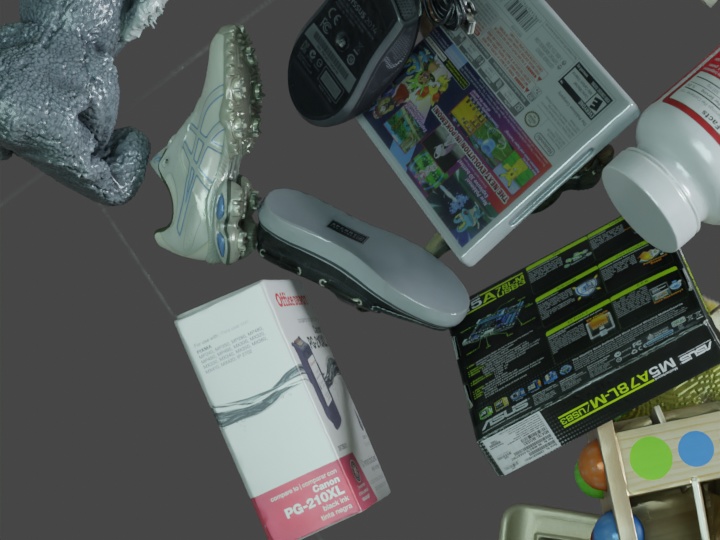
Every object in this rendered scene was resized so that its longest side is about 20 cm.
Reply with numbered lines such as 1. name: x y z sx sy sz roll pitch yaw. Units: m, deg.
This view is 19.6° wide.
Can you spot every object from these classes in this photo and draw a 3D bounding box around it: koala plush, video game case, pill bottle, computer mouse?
1. koala plush: -0.244 -0.184 1.726 0.176 0.184 0.201 22 83 11
2. video game case: 0.104 -0.128 1.670 0.182 0.023 0.200 -42 51 9
3. pill bottle: 0.287 -0.109 1.609 0.200 0.112 0.112 -40 83 -10
4. computer mouse: 0.015 -0.195 1.689 0.200 0.053 0.139 -48 63 35

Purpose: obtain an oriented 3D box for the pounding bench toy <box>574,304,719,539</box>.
1. pounding bench toy: 0.242 0.133 1.626 0.155 0.124 0.202 -11 77 1

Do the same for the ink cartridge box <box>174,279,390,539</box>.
1. ink cartridge box: -0.061 0.111 1.692 0.084 0.145 0.201 -24 86 9

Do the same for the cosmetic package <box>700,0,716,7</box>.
1. cosmetic package: 0.295 -0.320 1.634 0.200 0.071 0.105 -51 57 9

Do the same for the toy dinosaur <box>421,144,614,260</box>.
1. toy dinosaur: 0.107 -0.071 1.710 0.199 0.047 0.089 -30 91 14

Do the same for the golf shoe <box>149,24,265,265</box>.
1. golf shoe: -0.134 -0.107 1.744 0.096 0.078 0.202 3 90 17

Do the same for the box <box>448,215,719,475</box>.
1. box: 0.170 0.049 1.628 0.199 0.193 0.048 -29 117 10

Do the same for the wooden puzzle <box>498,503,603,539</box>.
1. wooden puzzle: 0.203 0.294 1.695 0.198 0.037 0.187 7 91 11

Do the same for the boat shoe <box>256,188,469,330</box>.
1. boat shoe: 0.000 0.000 1.718 0.199 0.069 0.057 30 128 19
